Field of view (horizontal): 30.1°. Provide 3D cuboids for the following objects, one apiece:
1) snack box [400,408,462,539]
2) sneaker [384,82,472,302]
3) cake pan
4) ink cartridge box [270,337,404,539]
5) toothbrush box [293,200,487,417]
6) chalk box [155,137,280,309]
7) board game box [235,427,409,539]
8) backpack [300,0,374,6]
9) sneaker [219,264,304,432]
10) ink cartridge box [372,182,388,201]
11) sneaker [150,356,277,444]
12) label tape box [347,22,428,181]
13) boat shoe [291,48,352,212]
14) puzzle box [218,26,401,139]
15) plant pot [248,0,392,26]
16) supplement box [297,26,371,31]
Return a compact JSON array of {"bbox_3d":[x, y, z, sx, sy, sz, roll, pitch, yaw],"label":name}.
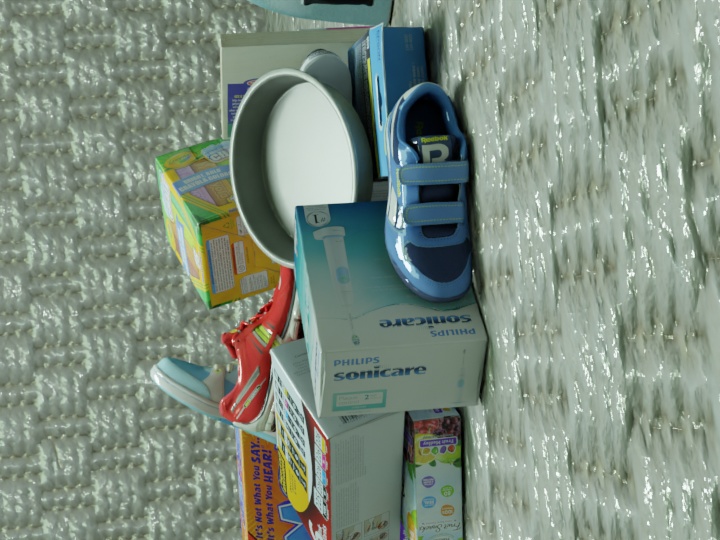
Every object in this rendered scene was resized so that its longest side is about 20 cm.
[{"bbox_3d":[0.057,0.179,1.353,0.200,0.053,0.143,-122,27,-72],"label":"snack box"},{"bbox_3d":[0.059,-0.071,1.159,0.082,0.074,0.201,116,148,-67],"label":"sneaker"},{"bbox_3d":[-0.058,-0.102,1.341,0.200,0.037,0.201,13,107,46],"label":"cake pan"},{"bbox_3d":[-0.033,0.163,1.332,0.176,0.084,0.201,52,152,43],"label":"ink cartridge box"},{"bbox_3d":[0.021,0.029,1.208,0.200,0.146,0.086,-104,13,-49],"label":"toothbrush box"},{"bbox_3d":[-0.161,-0.073,1.552,0.200,0.123,0.125,-129,27,-48],"label":"chalk box"},{"bbox_3d":[-0.048,0.231,1.618,0.200,0.199,0.201,-168,74,-83],"label":"board game box"},{"bbox_3d":[-0.013,-0.370,1.252,0.178,0.150,0.201,102,155,-55],"label":"backpack"},{"bbox_3d":[-0.101,0.066,1.392,0.077,0.084,0.201,83,-161,-73],"label":"sneaker"},{"bbox_3d":[0.000,0.000,1.459,0.068,0.115,0.201,107,158,-70],"label":"ink cartridge box"},{"bbox_3d":[-0.119,0.106,1.466,0.080,0.199,0.131,-141,74,-82],"label":"sneaker"},{"bbox_3d":[0.035,-0.162,1.322,0.200,0.066,0.144,-170,75,-80],"label":"label tape box"},{"bbox_3d":[-0.042,-0.133,1.410,0.068,0.071,0.201,-119,25,-71],"label":"boat shoe"},{"bbox_3d":[-0.055,-0.204,1.461,0.133,0.199,0.026,96,167,-48],"label":"puzzle box"},{"bbox_3d":[-0.069,-0.399,1.472,0.196,0.199,0.197,98,166,-59],"label":"plant pot"},{"bbox_3d":[-0.031,-0.206,1.647,0.200,0.101,0.104,103,162,-66],"label":"supplement box"}]
